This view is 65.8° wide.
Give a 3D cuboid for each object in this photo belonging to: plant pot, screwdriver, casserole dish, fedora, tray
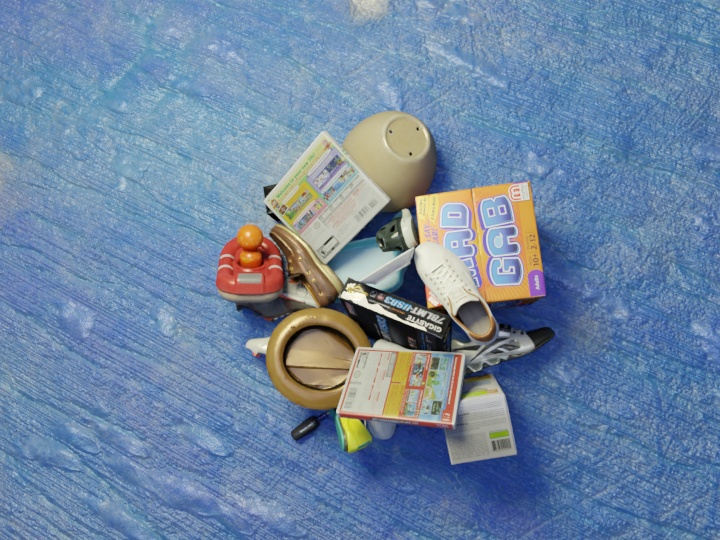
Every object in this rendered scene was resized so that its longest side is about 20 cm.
[{"bbox_3d":[0.069,-0.232,1.090,0.199,0.134,0.201,4,76,-14],"label":"plant pot"},{"bbox_3d":[-0.054,0.284,1.127,0.200,0.028,0.029,-31,49,1],"label":"screwdriver"},{"bbox_3d":[0.000,0.000,1.152,0.199,0.039,0.122,-11,81,8],"label":"casserole dish"},{"bbox_3d":[-0.079,0.168,1.061,0.200,0.082,0.201,1,79,-6],"label":"fedora"},{"bbox_3d":[0.054,-0.003,1.004,0.107,0.200,0.022,-33,88,4],"label":"tray"}]

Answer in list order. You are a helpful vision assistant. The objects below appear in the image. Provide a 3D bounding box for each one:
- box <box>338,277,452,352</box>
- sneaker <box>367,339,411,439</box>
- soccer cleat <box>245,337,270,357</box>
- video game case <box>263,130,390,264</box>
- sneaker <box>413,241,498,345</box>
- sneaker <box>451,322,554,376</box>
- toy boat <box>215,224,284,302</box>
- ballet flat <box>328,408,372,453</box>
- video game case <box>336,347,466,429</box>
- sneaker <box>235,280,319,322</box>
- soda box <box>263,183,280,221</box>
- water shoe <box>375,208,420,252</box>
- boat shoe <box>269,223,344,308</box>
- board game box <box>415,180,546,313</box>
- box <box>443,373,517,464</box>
[{"bbox_3d":[0.070,0.102,1.033,0.198,0.200,0.050,21,70,17],"label":"box"},{"bbox_3d":[0.076,0.240,1.050,0.115,0.074,0.201,10,106,37],"label":"sneaker"},{"bbox_3d":[-0.133,0.153,1.139,0.199,0.069,0.078,8,78,3],"label":"soccer cleat"},{"bbox_3d":[-0.069,-0.137,1.090,0.182,0.022,0.200,46,119,-1],"label":"video game case"},{"bbox_3d":[0.155,0.028,0.895,0.073,0.085,0.200,-38,73,4],"label":"sneaker"},{"bbox_3d":[0.270,0.131,1.073,0.199,0.074,0.089,-20,81,5],"label":"sneaker"},{"bbox_3d":[-0.218,-0.029,1.104,0.130,0.200,0.131,0,115,-11],"label":"toy boat"},{"bbox_3d":[-0.029,0.267,1.073,0.067,0.200,0.067,-11,123,-15],"label":"ballet flat"},{"bbox_3d":[0.071,0.194,0.944,0.199,0.017,0.143,0,43,20],"label":"video game case"},{"bbox_3d":[-0.169,0.068,1.164,0.199,0.077,0.082,10,111,9],"label":"sneaker"},{"bbox_3d":[-0.098,-0.159,1.172,0.199,0.071,0.064,-12,79,7],"label":"soda box"},{"bbox_3d":[0.066,-0.076,1.069,0.079,0.200,0.072,-15,95,4],"label":"water shoe"},{"bbox_3d":[-0.117,-0.010,1.108,0.068,0.072,0.200,-41,81,-16],"label":"boat shoe"},{"bbox_3d":[0.217,-0.031,1.039,0.199,0.200,0.201,-7,81,9],"label":"board game box"},{"bbox_3d":[0.203,0.259,0.998,0.112,0.200,0.102,-12,88,8],"label":"box"}]
